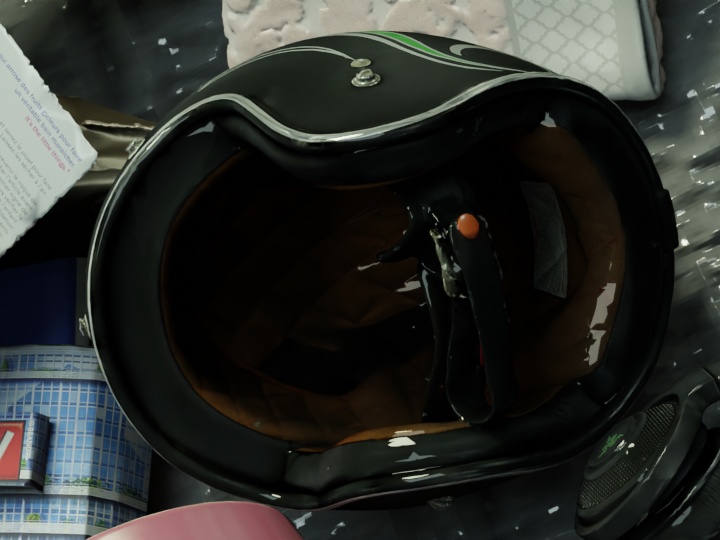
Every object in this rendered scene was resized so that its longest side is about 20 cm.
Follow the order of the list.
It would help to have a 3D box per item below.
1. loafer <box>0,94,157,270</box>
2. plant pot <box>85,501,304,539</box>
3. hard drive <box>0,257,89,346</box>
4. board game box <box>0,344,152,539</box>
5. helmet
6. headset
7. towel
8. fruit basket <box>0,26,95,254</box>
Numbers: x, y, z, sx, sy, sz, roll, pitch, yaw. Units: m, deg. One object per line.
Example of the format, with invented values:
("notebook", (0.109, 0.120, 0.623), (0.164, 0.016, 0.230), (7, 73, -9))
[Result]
("loafer", (-0.112, -0.046, 1.152), (0.200, 0.073, 0.071), (-3, 62, 1))
("plant pot", (-0.052, 0.192, 0.992), (0.200, 0.200, 0.179), (-30, 63, 12))
("hard drive", (-0.182, 0.053, 1.195), (0.132, 0.025, 0.200), (-8, 70, 21))
("board game box", (-0.189, 0.085, 1.138), (0.200, 0.062, 0.200), (-4, 72, 23))
("helmet", (0.000, 0.000, 1.037), (0.191, 0.200, 0.200), (-1, 71, 45))
("headset", (0.122, 0.108, 0.972), (0.200, 0.094, 0.124), (-27, 99, 1))
("towel", (0.023, -0.156, 1.108), (0.191, 0.032, 0.200), (-2, 110, 20))
("fruit basket", (-0.214, -0.056, 1.076), (0.200, 0.094, 0.185), (-42, 80, 22))
